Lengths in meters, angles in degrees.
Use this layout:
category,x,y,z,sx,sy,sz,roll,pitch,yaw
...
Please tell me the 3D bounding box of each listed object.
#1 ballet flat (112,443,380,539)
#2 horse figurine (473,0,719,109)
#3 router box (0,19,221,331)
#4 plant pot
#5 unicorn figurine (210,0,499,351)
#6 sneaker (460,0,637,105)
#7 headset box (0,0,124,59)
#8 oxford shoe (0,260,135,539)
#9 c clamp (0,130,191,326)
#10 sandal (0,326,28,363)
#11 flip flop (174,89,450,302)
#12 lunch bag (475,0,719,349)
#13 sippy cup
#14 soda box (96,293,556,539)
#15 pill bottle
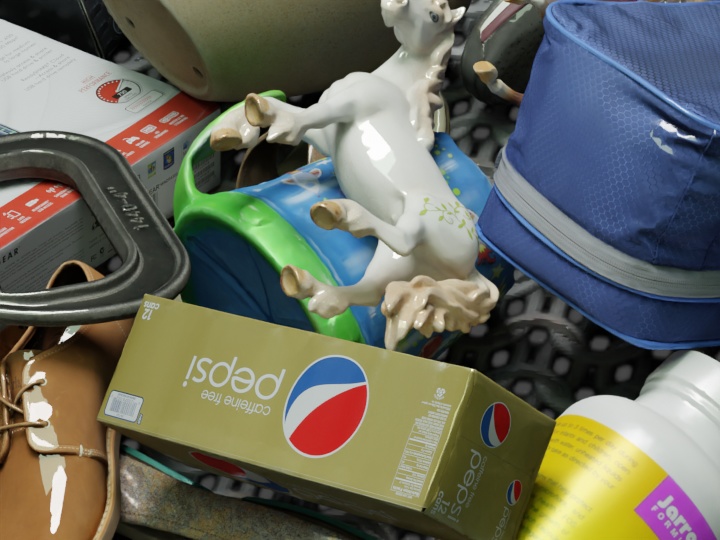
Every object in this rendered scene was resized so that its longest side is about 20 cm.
category,x,y,z,sx,sy,sz,roll,pitch,yaw
ballet flat,-0.069,0.135,1.257,0.199,0.068,0.067,15,60,37
horse figurine,0.131,-0.118,1.327,0.200,0.133,0.050,-47,44,-4
router box,-0.201,-0.052,1.404,0.179,0.049,0.200,22,39,28
plant pot,-0.059,-0.164,1.406,0.134,0.201,0.200,-43,54,-16
unicorn figurine,0.007,-0.056,1.238,0.137,0.074,0.201,-7,77,-39
sneaker,0.158,-0.118,1.393,0.199,0.076,0.116,-28,53,-9
headset box,-0.171,-0.231,1.546,0.174,0.093,0.200,22,60,27
oxford shoe,-0.148,0.079,1.247,0.071,0.071,0.200,-14,41,23
c clamp,-0.177,-0.021,1.295,0.170,0.027,0.200,-11,34,-27
sandal,-0.192,0.071,1.316,0.059,0.079,0.207,-28,28,51
flip flop,-0.036,-0.042,1.389,0.200,0.058,0.081,-34,52,-17
lunch bag,0.160,-0.040,1.268,0.199,0.133,0.136,-4,33,-42
sippy cup,0.000,0.000,1.309,0.130,0.178,0.139,-31,21,-25
soda box,-0.017,0.065,1.178,0.199,0.068,0.064,13,77,42
pill bottle,0.097,0.126,1.190,0.104,0.104,0.200,33,66,33
